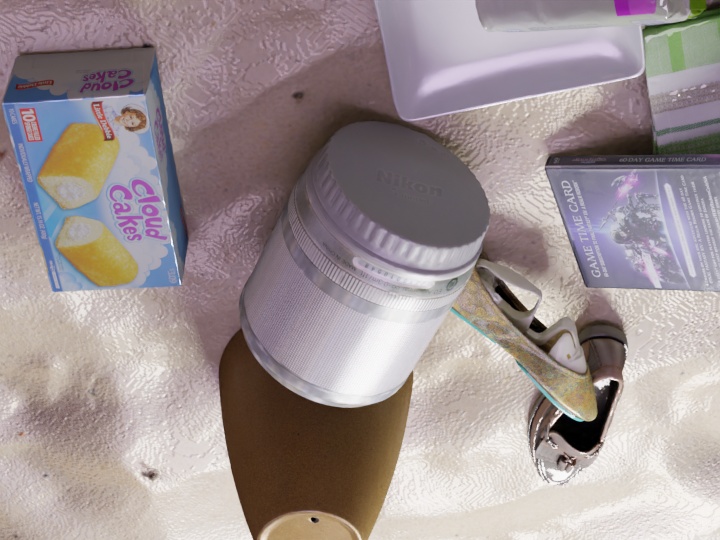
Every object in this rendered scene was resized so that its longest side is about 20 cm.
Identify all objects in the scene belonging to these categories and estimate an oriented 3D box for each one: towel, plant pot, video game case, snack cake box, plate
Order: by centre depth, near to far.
[{"bbox_3d":[0.107,-0.215,1.167,0.198,0.032,0.201,-11,132,5],"label":"plate"},{"bbox_3d":[0.305,-0.128,1.256,0.148,0.031,0.201,-11,128,7],"label":"towel"},{"bbox_3d":[-0.211,-0.079,1.275,0.114,0.068,0.201,-2,132,4],"label":"snack cake box"},{"bbox_3d":[0.263,-0.037,1.289,0.198,0.019,0.143,3,136,31],"label":"video game case"},{"bbox_3d":[-0.041,0.167,1.402,0.184,0.201,0.188,0,131,0],"label":"plant pot"}]

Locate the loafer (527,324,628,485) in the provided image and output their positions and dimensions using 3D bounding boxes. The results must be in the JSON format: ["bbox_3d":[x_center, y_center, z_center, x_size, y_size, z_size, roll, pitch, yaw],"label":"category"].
[{"bbox_3d":[0.203,0.140,1.465,0.071,0.063,0.201,8,131,-7],"label":"loafer"}]

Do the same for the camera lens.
[{"bbox_3d":[0.000,0.000,1.278,0.159,0.161,0.201,18,130,-15],"label":"camera lens"}]

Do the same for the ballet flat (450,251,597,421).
[{"bbox_3d":[0.148,0.051,1.364,0.200,0.071,0.071,41,123,-7],"label":"ballet flat"}]

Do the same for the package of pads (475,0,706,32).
[{"bbox_3d":[0.139,-0.260,1.026,0.154,0.068,0.202,3,108,39],"label":"package of pads"}]
